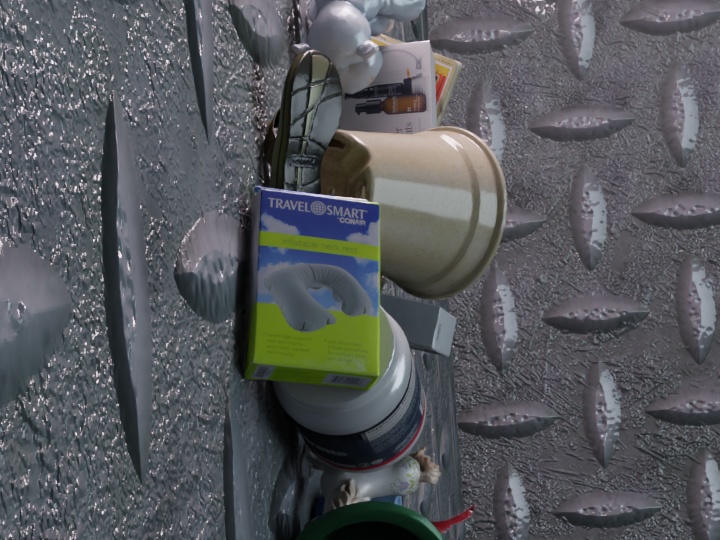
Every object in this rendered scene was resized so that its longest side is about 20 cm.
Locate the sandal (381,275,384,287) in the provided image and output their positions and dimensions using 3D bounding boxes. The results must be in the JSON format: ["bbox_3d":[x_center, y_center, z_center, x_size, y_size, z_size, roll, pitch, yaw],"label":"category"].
[{"bbox_3d":[0.000,0.000,1.723,0.080,0.057,0.201,-72,156,-69],"label":"sandal"}]

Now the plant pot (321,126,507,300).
[{"bbox_3d":[0.026,-0.074,1.477,0.183,0.200,0.201,7,76,-45],"label":"plant pot"}]

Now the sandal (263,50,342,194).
[{"bbox_3d":[-0.072,-0.128,1.370,0.080,0.057,0.201,12,90,-50],"label":"sandal"}]

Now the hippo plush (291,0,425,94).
[{"bbox_3d":[0.002,-0.303,1.590,0.200,0.159,0.161,73,15,-58],"label":"hippo plush"}]

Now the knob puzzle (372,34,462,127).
[{"bbox_3d":[0.028,-0.204,1.769,0.030,0.220,0.220,13,70,-47],"label":"knob puzzle"}]

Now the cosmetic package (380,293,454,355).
[{"bbox_3d":[0.025,0.056,1.544,0.200,0.151,0.052,35,65,-80],"label":"cosmetic package"}]

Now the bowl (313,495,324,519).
[{"bbox_3d":[-0.022,0.349,1.522,0.201,0.039,0.201,-4,90,-82],"label":"bowl"}]

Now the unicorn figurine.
[{"bbox_3d":[-0.005,0.230,1.446,0.137,0.200,0.074,-135,-153,-59],"label":"unicorn figurine"}]

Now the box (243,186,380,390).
[{"bbox_3d":[-0.043,0.007,1.253,0.048,0.122,0.200,123,-30,-61],"label":"box"}]

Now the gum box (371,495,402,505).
[{"bbox_3d":[0.023,0.356,1.536,0.200,0.045,0.170,-34,119,-79],"label":"gum box"}]

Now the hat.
[{"bbox_3d":[0.012,0.276,1.403,0.200,0.166,0.176,50,12,-22],"label":"hat"}]

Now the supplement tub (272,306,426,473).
[{"bbox_3d":[-0.012,0.113,1.359,0.200,0.140,0.140,69,19,-63],"label":"supplement tub"}]

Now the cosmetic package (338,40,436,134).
[{"bbox_3d":[0.018,-0.184,1.671,0.052,0.151,0.200,63,24,-64],"label":"cosmetic package"}]
